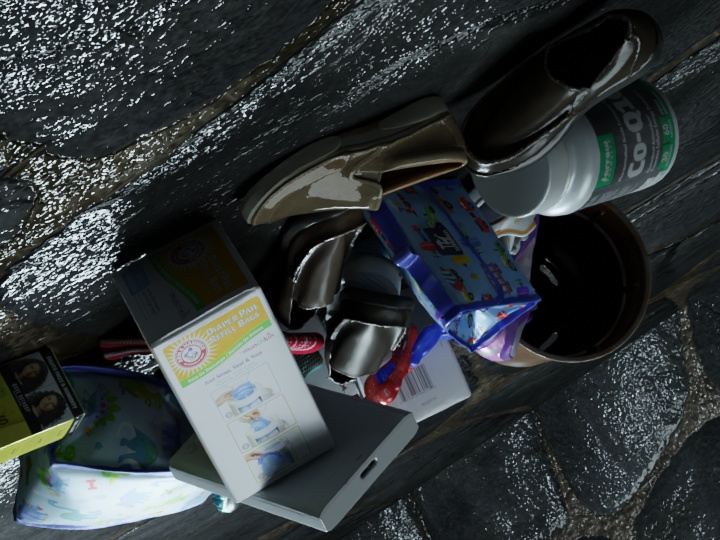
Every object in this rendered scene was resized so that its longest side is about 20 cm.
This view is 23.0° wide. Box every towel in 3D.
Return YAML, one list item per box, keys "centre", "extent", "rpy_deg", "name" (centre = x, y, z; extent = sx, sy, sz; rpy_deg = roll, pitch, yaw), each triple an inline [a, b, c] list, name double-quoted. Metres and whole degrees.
- centre: [-0.136, 0.071, 1.672]
  extent: [0.144, 0.023, 0.200]
  rpy_deg: [-3, 178, 24]
  name: "towel"

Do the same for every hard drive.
- centre: [-0.062, 0.156, 1.564]
  extent: [0.199, 0.026, 0.132]
  rpy_deg: [11, -133, 44]
  name: "hard drive"

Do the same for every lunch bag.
- centre: [-0.217, 0.173, 1.691]
  extent: [0.198, 0.128, 0.170]
  rpy_deg: [10, 152, -18]
  name: "lunch bag"
- centre: [0.068, -0.009, 1.665]
  extent: [0.094, 0.151, 0.200]
  rpy_deg: [-38, 165, 16]
  name: "lunch bag"

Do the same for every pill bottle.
- centre: [0.199, -0.114, 1.650]
  extent: [0.199, 0.114, 0.113]
  rpy_deg: [-18, 163, -45]
  name: "pill bottle"

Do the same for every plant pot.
- centre: [0.206, 0.022, 2.048]
  extent: [0.199, 0.201, 0.198]
  rpy_deg: [-26, 175, -17]
  name: "plant pot"

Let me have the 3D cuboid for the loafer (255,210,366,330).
- centre: [-0.036, -0.005, 1.640]
  extent: [0.073, 0.071, 0.200]
  rpy_deg: [-23, 166, -27]
  name: "loafer"

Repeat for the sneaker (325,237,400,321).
- centre: [0.000, 0.000, 1.747]
  extent: [0.073, 0.083, 0.200]
  rpy_deg: [10, 165, -8]
  name: "sneaker"

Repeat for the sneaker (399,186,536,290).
- centre: [0.102, -0.020, 1.842]
  extent: [0.200, 0.079, 0.078]
  rpy_deg: [-42, -178, 44]
  name: "sneaker"

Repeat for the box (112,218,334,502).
- centre: [-0.114, 0.076, 1.485]
  extent: [0.101, 0.113, 0.201]
  rpy_deg: [-29, 131, -7]
  name: "box"

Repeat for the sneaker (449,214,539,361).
- centre: [0.154, 0.014, 1.898]
  extent: [0.080, 0.201, 0.088]
  rpy_deg: [-8, 141, 40]
  name: "sneaker"

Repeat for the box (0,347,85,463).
- centre: [-0.340, 0.135, 1.501]
  extent: [0.199, 0.076, 0.050]
  rpy_deg: [-20, 162, -33]
  name: "box"

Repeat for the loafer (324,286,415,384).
- centre: [0.006, 0.068, 1.696]
  extent: [0.072, 0.072, 0.200]
  rpy_deg: [9, 164, -5]
  name: "loafer"

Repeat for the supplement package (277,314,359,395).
- centre: [-0.076, 0.129, 1.947]
  extent: [0.121, 0.120, 0.200]
  rpy_deg: [-27, 167, -6]
  name: "supplement package"

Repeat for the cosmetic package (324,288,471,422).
- centre: [0.037, 0.089, 1.921]
  extent: [0.107, 0.085, 0.200]
  rpy_deg: [-26, -161, -1]
  name: "cosmetic package"

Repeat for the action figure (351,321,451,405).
- centre: [0.052, 0.081, 1.776]
  extent: [0.200, 0.052, 0.065]
  rpy_deg: [-46, -178, -21]
  name: "action figure"

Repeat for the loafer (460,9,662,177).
- centre: [0.158, -0.158, 1.486]
  extent: [0.200, 0.073, 0.071]
  rpy_deg: [-39, 157, 12]
  name: "loafer"

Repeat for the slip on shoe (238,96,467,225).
- centre: [-0.003, -0.077, 1.461]
  extent: [0.199, 0.061, 0.076]
  rpy_deg: [-25, 166, -21]
  name: "slip on shoe"

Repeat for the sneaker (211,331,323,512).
- centre: [-0.094, 0.155, 1.803]
  extent: [0.091, 0.201, 0.078]
  rpy_deg: [18, -179, -19]
  name: "sneaker"
